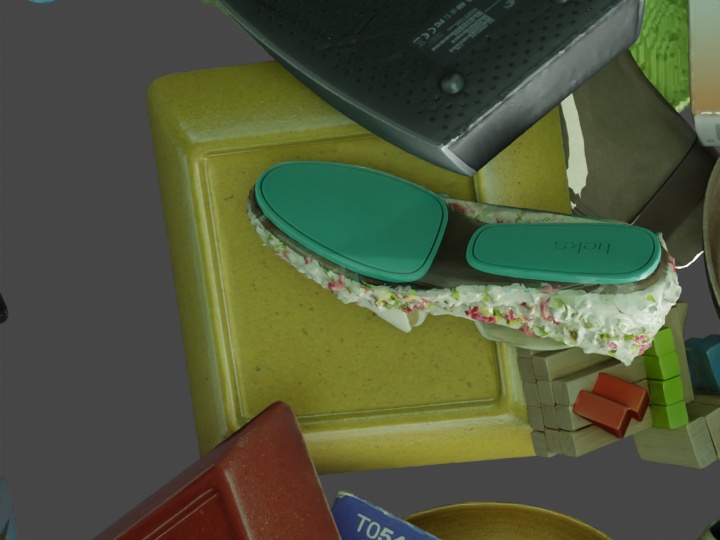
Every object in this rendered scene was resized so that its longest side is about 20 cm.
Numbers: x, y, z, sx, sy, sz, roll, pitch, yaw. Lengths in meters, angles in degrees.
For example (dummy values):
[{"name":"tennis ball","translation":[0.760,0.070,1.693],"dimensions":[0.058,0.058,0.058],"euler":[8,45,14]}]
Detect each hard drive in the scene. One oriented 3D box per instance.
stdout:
[{"name":"hard drive","translation":[0.029,-0.120,1.318],"dimensions":[0.135,0.200,0.042],"euler":[-39,132,-13]}]

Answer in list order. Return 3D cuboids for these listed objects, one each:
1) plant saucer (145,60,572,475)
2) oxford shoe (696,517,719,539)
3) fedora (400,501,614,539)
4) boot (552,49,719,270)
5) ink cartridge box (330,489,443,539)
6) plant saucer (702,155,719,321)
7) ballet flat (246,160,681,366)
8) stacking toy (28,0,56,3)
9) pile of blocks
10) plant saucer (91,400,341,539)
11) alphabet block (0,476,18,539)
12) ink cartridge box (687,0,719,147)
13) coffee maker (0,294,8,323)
[{"name":"plant saucer","translation":[0.000,0.000,1.356],"dimensions":[0.198,0.048,0.202],"euler":[-6,99,15]},{"name":"oxford shoe","translation":[0.223,0.122,1.325],"dimensions":[0.199,0.070,0.075],"euler":[-21,134,-38]},{"name":"fedora","translation":[0.061,0.206,1.384],"dimensions":[0.199,0.082,0.202],"euler":[0,92,-2]},{"name":"boot","translation":[0.119,-0.072,1.384],"dimensions":[0.146,0.070,0.201],"euler":[31,96,-6]},{"name":"ink cartridge box","translation":[0.033,0.231,1.319],"dimensions":[0.195,0.043,0.201],"euler":[26,112,9]},{"name":"plant saucer","translation":[0.238,0.017,1.363],"dimensions":[0.199,0.037,0.202],"euler":[15,53,-21]},{"name":"ballet flat","translation":[0.043,0.003,1.289],"dimensions":[0.199,0.076,0.064],"euler":[13,136,17]},{"name":"stacking toy","translation":[-0.130,-0.190,1.298],"dimensions":[0.115,0.200,0.110],"euler":[-26,94,0]},{"name":"pile of blocks","translation":[0.166,0.057,1.348],"dimensions":[0.199,0.062,0.083],"euler":[10,87,-33]},{"name":"plant saucer","translation":[-0.072,0.191,1.310],"dimensions":[0.199,0.037,0.201],"euler":[-38,65,38]},{"name":"alphabet block","translation":[-0.248,0.211,1.319],"dimensions":[0.198,0.195,0.198],"euler":[-9,91,-3]},{"name":"ink cartridge box","translation":[0.232,-0.160,1.346],"dimensions":[0.161,0.050,0.202],"euler":[-2,75,11]},{"name":"coffee maker","translation":[-0.237,-0.050,1.334],"dimensions":[0.191,0.135,0.201],"euler":[-22,94,-2]}]
